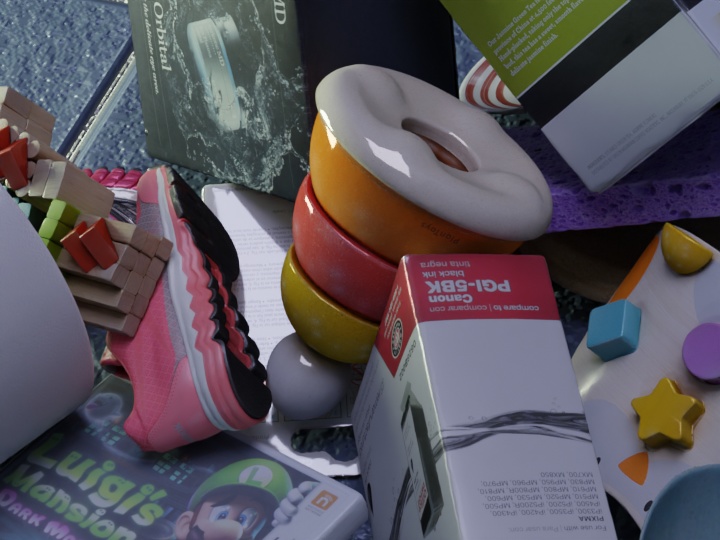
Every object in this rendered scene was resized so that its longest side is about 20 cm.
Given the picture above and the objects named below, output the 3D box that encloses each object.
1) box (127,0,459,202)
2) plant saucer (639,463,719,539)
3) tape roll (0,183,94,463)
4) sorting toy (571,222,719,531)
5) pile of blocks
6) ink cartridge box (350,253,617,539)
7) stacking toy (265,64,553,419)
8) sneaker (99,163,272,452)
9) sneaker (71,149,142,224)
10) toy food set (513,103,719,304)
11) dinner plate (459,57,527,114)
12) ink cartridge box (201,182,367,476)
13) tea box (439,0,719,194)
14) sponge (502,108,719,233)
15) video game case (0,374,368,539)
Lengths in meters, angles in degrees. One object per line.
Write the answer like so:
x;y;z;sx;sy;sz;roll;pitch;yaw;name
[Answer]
-0.046;-0.159;1.333;0.117;0.197;0.200;-19;23;-33;box
0.196;0.195;1.084;0.201;0.039;0.201;24;49;-31;plant saucer
-0.262;0.030;1.220;0.139;0.203;0.203;-35;53;-27;tape roll
0.174;0.090;1.193;0.200;0.107;0.180;39;90;28;sorting toy
-0.189;-0.038;1.260;0.082;0.062;0.200;-49;50;5;pile of blocks
0.060;0.112;1.133;0.083;0.147;0.200;1;49;-14;ink cartridge box
0.000;0.000;1.219;0.146;0.200;0.146;27;23;-13;stacking toy
-0.116;0.019;1.258;0.087;0.074;0.200;-27;47;11;sneaker
-0.209;-0.025;1.351;0.199;0.081;0.075;2;48;6;sneaker
0.183;-0.045;1.362;0.198;0.049;0.200;19;51;22;toy food set
0.158;-0.146;1.428;0.200;0.024;0.200;-23;21;9;dinner plate
-0.013;0.037;1.314;0.160;0.050;0.201;-4;64;0;ink cartridge box
0.159;-0.186;1.236;0.197;0.134;0.200;53;47;2;tea box
0.156;-0.059;1.279;0.199;0.030;0.112;-4;24;19;sponge
-0.127;0.147;1.196;0.200;0.023;0.182;23;52;37;video game case
